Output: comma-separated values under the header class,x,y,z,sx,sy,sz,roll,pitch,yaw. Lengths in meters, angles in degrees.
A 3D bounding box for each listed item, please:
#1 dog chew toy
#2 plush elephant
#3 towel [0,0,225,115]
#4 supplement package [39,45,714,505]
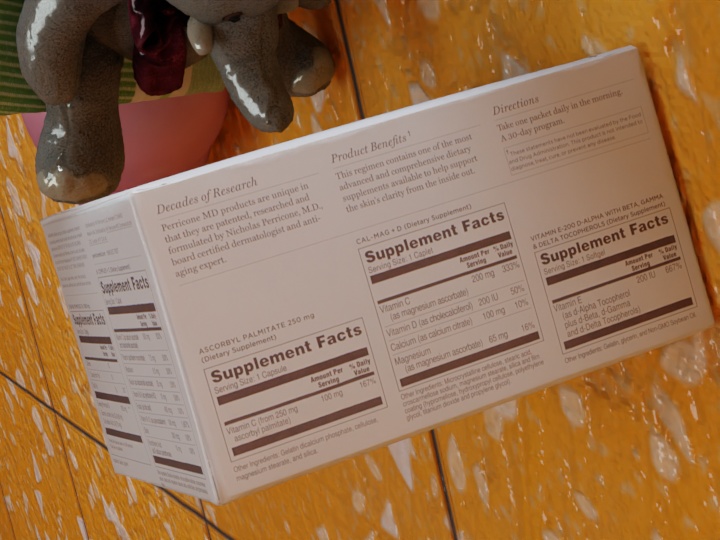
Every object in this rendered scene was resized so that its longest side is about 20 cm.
class,x,y,z,sx,sy,sz,roll,pitch,yaw
dog chew toy,-0.144,-0.089,1.098,0.200,0.125,0.125,105,143,-68
plush elephant,-0.070,-0.128,0.807,0.155,0.165,0.200,31,137,56
towel,-0.134,-0.156,0.882,0.023,0.200,0.153,17,110,35
supplement package,0.000,0.000,0.681,0.156,0.200,0.111,-6,101,69
